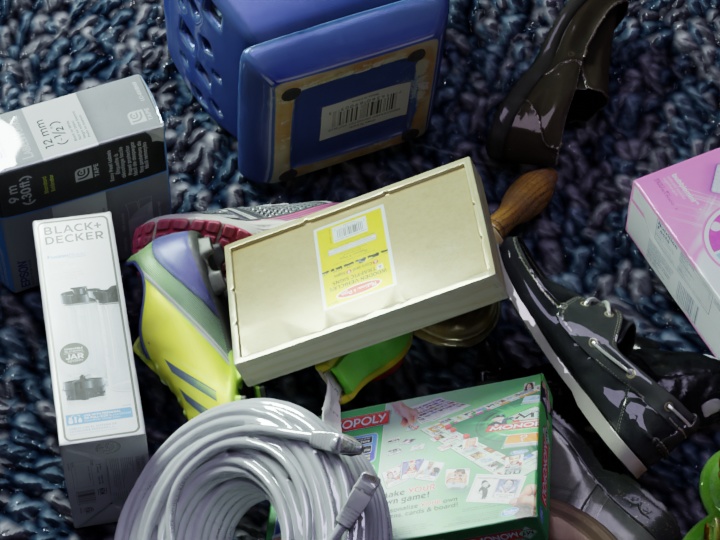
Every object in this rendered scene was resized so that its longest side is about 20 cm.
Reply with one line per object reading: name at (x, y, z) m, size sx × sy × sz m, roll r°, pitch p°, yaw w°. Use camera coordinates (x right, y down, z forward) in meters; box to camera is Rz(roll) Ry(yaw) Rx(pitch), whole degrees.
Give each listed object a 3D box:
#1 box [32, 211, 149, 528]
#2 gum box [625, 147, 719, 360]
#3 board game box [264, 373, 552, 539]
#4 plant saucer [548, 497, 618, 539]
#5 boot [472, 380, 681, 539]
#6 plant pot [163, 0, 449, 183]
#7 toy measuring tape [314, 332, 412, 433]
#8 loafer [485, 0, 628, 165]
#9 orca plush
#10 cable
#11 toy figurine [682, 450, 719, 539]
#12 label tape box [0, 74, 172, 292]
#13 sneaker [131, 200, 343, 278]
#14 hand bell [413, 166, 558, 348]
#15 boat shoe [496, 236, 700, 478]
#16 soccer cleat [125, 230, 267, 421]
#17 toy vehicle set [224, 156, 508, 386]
box at (-0.194, 0.070, 1.481) m, size 0.060 × 0.117 × 0.200 m, roll -8°, pitch 52°, yaw -8°
gum box at (0.300, -0.008, 1.583) m, size 0.113 × 0.066 × 0.200 m, roll -21°, pitch 56°, yaw -15°
board game box at (0.034, 0.146, 1.425) m, size 0.199 × 0.029 × 0.135 m, roll -12°, pitch 39°, yaw 18°
plant saucer at (0.096, 0.241, 1.378) m, size 0.199 × 0.029 × 0.201 m, roll -5°, pitch 63°, yaw 10°
boot at (0.117, 0.174, 1.446) m, size 0.200 × 0.068 × 0.131 m, roll 38°, pitch 66°, yaw 26°
plant pot at (-0.037, -0.194, 1.642) m, size 0.199 × 0.200 × 0.180 m, roll -18°, pitch 62°, yaw -15°
toy measuring tape at (0.005, 0.065, 1.468) m, size 0.073 × 0.074 × 0.200 m, roll -1°, pitch 32°, yaw -2°
loafer at (0.177, -0.156, 1.699) m, size 0.071 × 0.073 × 0.200 m, roll 28°, pitch 65°, yaw 12°
orca plush at (0.186, 0.070, 1.518) m, size 0.199 × 0.071 × 0.105 m, roll 14°, pitch 53°, yaw 10°
cable at (-0.074, 0.185, 1.365) m, size 0.200 × 0.069 × 0.200 m, roll 22°, pitch 91°, yaw 39°
toy figurine at (0.293, 0.154, 1.387) m, size 0.150 × 0.184 × 0.200 m, roll 0°, pitch 52°, yaw -2°
label tape box at (-0.246, -0.055, 1.557) m, size 0.199 × 0.143 × 0.066 m, roll -19°, pitch 55°, yaw -16°
sneaker at (-0.077, -0.014, 1.583) m, size 0.199 × 0.081 × 0.075 m, roll 1°, pitch 24°, yaw -1°
hand bell at (0.104, -0.034, 1.592) m, size 0.104 × 0.104 × 0.200 m, roll 26°, pitch 39°, yaw 17°
boat shoe at (0.164, 0.051, 1.459) m, size 0.068 × 0.072 × 0.200 m, roll -38°, pitch 69°, yaw 8°
soccer cleat at (-0.122, 0.069, 1.506) m, size 0.083 × 0.065 × 0.201 m, roll -18°, pitch 74°, yaw 10°
toy vehicle set at (0.000, 0.000, 1.471) m, size 0.199 × 0.027 × 0.124 m, roll -19°, pitch 44°, yaw 12°
